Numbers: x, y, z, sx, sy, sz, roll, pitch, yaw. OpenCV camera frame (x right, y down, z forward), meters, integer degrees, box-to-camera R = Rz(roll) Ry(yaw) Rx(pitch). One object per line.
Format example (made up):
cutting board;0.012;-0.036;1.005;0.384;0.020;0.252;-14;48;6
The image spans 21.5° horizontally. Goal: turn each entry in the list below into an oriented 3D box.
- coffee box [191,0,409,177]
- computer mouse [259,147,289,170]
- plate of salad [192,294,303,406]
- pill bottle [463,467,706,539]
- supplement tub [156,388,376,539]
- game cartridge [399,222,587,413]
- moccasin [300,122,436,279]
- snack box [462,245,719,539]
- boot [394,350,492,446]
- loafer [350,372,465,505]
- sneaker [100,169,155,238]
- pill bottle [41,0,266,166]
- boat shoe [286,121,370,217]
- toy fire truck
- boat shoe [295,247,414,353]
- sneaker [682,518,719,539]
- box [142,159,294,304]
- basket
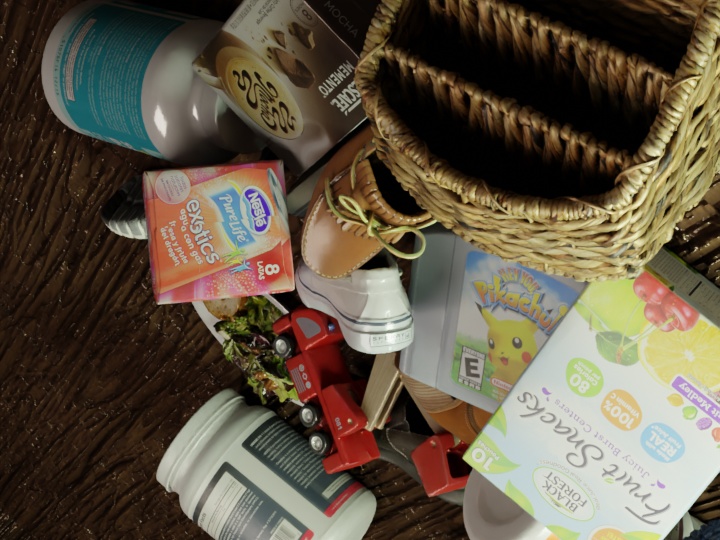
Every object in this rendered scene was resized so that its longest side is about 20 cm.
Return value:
coffee box;-0.025;-0.152;1.265;0.113;0.080;0.200;46;157;-5
computer mouse;-0.036;-0.027;1.539;0.140;0.046;0.200;37;156;12
plate of salad;-0.100;0.070;1.806;0.200;0.048;0.200;34;155;18
pill bottle;0.181;0.198;1.435;0.200;0.110;0.109;31;165;-31
supplement tub;-0.096;0.230;1.955;0.200;0.140;0.141;38;156;12
game cartridge;0.117;0.042;1.346;0.199;0.040;0.134;21;114;31
moccasin;0.024;-0.057;1.255;0.074;0.078;0.201;37;129;-18
snack box;0.179;0.093;1.263;0.142;0.053;0.200;40;121;11
boot;0.134;0.113;1.479;0.199;0.077;0.155;-6;137;44
loafer;0.045;0.131;1.673;0.199;0.073;0.072;27;122;35
sneaker;-0.146;-0.025;1.689;0.199;0.075;0.116;8;141;52
pill bottle;-0.145;-0.140;1.438;0.199;0.111;0.111;19;147;45
boat shoe;0.008;-0.063;1.372;0.072;0.070;0.201;48;151;-10
toy fire truck;0.011;0.106;1.616;0.141;0.049;0.201;-30;76;39
boat shoe;0.000;0.000;1.404;0.200;0.073;0.067;-140;46;-66
sneaker;0.282;0.212;1.334;0.085;0.077;0.200;32;129;-10
box;-0.107;-0.028;1.406;0.200;0.102;0.095;-177;81;-83
basket;0.094;-0.102;1.079;0.199;0.143;0.149;30;155;27
